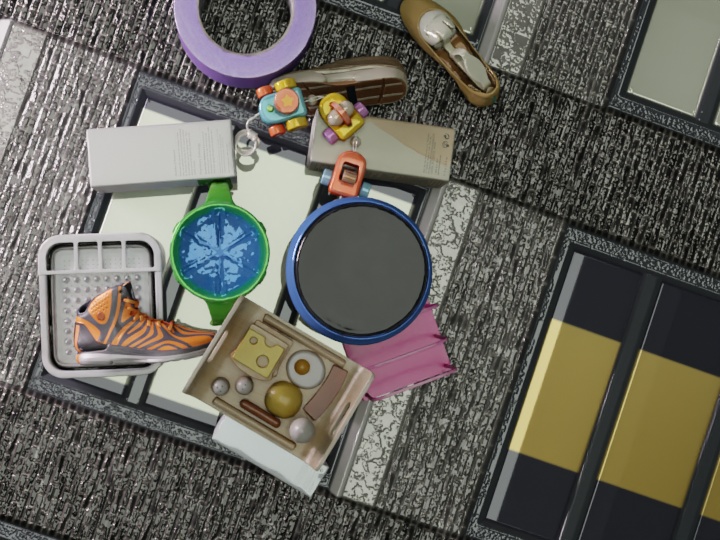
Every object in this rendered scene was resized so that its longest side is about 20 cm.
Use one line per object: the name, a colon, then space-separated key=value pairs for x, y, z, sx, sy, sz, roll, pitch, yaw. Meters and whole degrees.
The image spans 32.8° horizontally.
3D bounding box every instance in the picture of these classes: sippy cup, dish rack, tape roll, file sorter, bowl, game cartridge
sippy cup: x=-0.194 y=-0.023 z=1.702 sx=0.139 sy=0.130 sz=0.178 roll=35 pitch=86 yaw=-3
dish rack: x=-0.364 y=0.049 z=1.728 sx=0.171 sy=0.044 sz=0.201 roll=-2 pitch=89 yaw=-6
tape roll: x=-0.163 y=-0.365 z=1.737 sx=0.199 sy=0.085 sz=0.201 roll=0 pitch=89 yaw=-5
file sorter: x=0.041 y=0.071 z=1.724 sx=0.139 sy=0.125 sz=0.201 roll=-19 pitch=90 yaw=-6
bowl: x=0.000 y=0.000 z=1.640 sx=0.200 sy=0.039 sz=0.201 roll=0 pitch=88 yaw=-6
game cartridge: x=-0.089 y=0.125 z=1.673 sx=0.032 sy=0.200 sz=0.176 roll=-42 pitch=92 yaw=-4

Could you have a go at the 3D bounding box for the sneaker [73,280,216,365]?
sneaker: x=-0.294 y=0.070 z=1.675 sx=0.199 sy=0.078 sz=0.112 roll=-2 pitch=90 yaw=-6

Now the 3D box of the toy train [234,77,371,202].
toy train: x=-0.065 y=-0.179 z=1.663 sx=0.200 sy=0.056 sz=0.151 roll=22 pitch=84 yaw=-3

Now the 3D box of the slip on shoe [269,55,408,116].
slip on shoe: x=-0.033 y=-0.273 z=1.761 sx=0.199 sy=0.076 sz=0.061 roll=-8 pitch=53 yaw=1

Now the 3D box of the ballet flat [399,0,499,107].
ballet flat: x=0.136 y=-0.325 z=1.774 sx=0.069 sy=0.063 sz=0.200 roll=-43 pitch=92 yaw=-5

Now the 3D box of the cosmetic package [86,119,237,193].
cosmetic package: x=-0.275 y=-0.159 z=1.710 sx=0.199 sy=0.108 sz=0.085 roll=-6 pitch=90 yaw=-4

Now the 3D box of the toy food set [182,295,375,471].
toy food set: x=-0.103 y=0.141 z=1.541 sx=0.200 sy=0.060 sz=0.144 roll=31 pitch=87 yaw=-4

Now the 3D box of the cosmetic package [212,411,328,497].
cosmetic package: x=-0.125 y=0.238 z=1.667 sx=0.151 sy=0.200 sz=0.052 roll=33 pitch=85 yaw=-3

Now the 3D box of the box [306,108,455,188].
box: x=0.027 y=-0.172 z=1.745 sx=0.199 sy=0.095 sz=0.078 roll=8 pitch=87 yaw=-6
